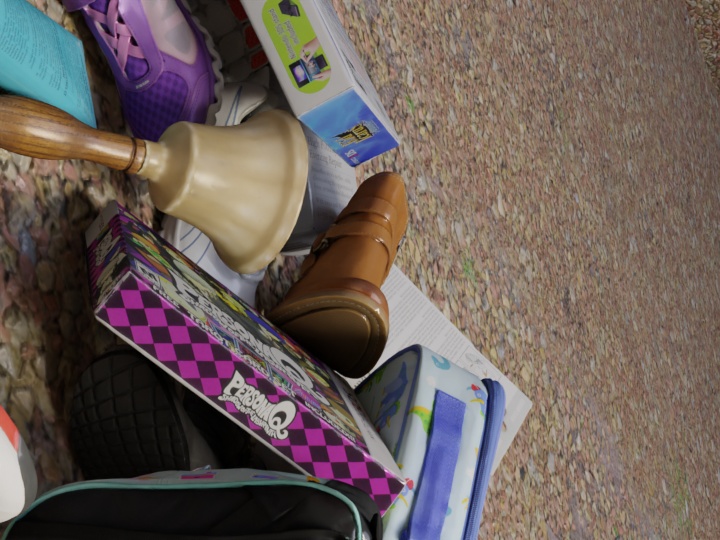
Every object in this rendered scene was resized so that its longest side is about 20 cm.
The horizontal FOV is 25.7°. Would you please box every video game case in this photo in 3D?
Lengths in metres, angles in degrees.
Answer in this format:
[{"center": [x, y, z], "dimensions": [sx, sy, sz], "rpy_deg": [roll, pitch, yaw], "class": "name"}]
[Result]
[{"center": [-0.043, -0.171, 1.054], "dimensions": [0.183, 0.045, 0.200], "rpy_deg": [65, 6, 9], "class": "video game case"}, {"center": [-0.073, 0.048, 0.921], "dimensions": [0.200, 0.036, 0.181], "rpy_deg": [39, 4, -17], "class": "video game case"}]

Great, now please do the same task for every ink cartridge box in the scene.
[{"center": [0.036, 0.074, 1.251], "dimensions": [0.200, 0.057, 0.163], "rpy_deg": [48, 24, 0], "class": "ink cartridge box"}]

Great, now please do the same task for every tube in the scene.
[{"center": [-0.201, -0.132, 0.901], "dimensions": [0.200, 0.050, 0.078], "rpy_deg": [34, 46, -67], "class": "tube"}]

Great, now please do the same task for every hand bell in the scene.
[{"center": [-0.140, -0.071, 0.926], "dimensions": [0.199, 0.104, 0.105], "rpy_deg": [15, 62, -34], "class": "hand bell"}]

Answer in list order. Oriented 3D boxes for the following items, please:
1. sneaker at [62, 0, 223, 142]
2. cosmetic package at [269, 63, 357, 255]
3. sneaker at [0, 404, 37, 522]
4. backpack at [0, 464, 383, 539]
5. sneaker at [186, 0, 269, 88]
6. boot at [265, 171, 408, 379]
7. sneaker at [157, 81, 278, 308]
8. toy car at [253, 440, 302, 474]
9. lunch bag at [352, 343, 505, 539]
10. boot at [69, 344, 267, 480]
[{"center": [-0.151, -0.168, 1.008], "dimensions": [0.088, 0.080, 0.202], "rpy_deg": [-1, 76, -61], "class": "sneaker"}, {"center": [-0.058, -0.117, 1.206], "dimensions": [0.102, 0.073, 0.202], "rpy_deg": [10, 72, -68], "class": "cosmetic package"}, {"center": [-0.228, 0.070, 0.705], "dimensions": [0.202, 0.067, 0.108], "rpy_deg": [61, 28, -30], "class": "sneaker"}, {"center": [-0.088, 0.189, 0.811], "dimensions": [0.153, 0.198, 0.178], "rpy_deg": [66, 25, -83], "class": "backpack"}, {"center": [-0.111, -0.211, 1.125], "dimensions": [0.082, 0.076, 0.202], "rpy_deg": [-76, 149, -61], "class": "sneaker"}, {"center": [0.000, 0.000, 1.078], "dimensions": [0.156, 0.076, 0.200], "rpy_deg": [-59, -179, -23], "class": "boot"}, {"center": [-0.090, -0.037, 1.068], "dimensions": [0.074, 0.086, 0.202], "rpy_deg": [17, 65, -68], "class": "sneaker"}, {"center": [0.013, 0.195, 1.120], "dimensions": [0.175, 0.149, 0.202], "rpy_deg": [52, 34, -49], "class": "toy car"}, {"center": [0.016, 0.156, 0.967], "dimensions": [0.082, 0.161, 0.201], "rpy_deg": [26, 51, -14], "class": "lunch bag"}, {"center": [-0.115, 0.103, 0.982], "dimensions": [0.132, 0.069, 0.202], "rpy_deg": [-73, 156, -55], "class": "boot"}]
